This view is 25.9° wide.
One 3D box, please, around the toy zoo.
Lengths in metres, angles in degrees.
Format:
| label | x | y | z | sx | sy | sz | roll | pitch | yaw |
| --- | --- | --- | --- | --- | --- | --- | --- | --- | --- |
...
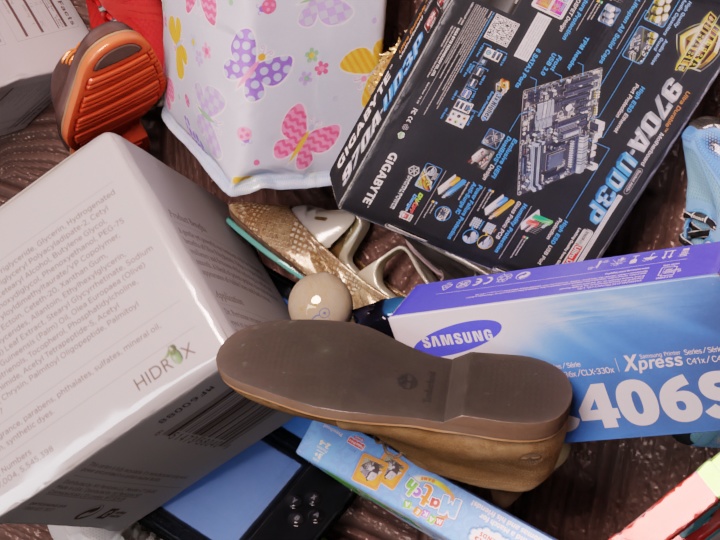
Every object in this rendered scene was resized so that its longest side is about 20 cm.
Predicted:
| label | x | y | z | sx | sy | sz | roll | pitch | yaw |
| --- | --- | --- | --- | --- | --- | --- | --- | --- | --- |
| toy zoo | 0.162 | 0.159 | 0.863 | 0.200 | 0.131 | 0.020 | -40 | 64 | 8 |

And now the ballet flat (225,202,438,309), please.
| label | x | y | z | sx | sy | sz | roll | pitch | yaw |
| --- | --- | --- | --- | --- | --- | --- | --- | --- | --- |
| ballet flat | 0.000 | 0.000 | 1.050 | 0.200 | 0.071 | 0.065 | 38 | 100 | 12 |

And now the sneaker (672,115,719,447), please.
| label | x | y | z | sx | sy | sz | roll | pitch | yaw |
| --- | --- | --- | --- | --- | --- | --- | --- | --- | --- |
| sneaker | 0.199 | 0.013 | 0.883 | 0.090 | 0.078 | 0.200 | -11 | 103 | -5 |

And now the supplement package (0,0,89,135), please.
| label | x | y | z | sx | sy | sz | roll | pitch | yaw |
| --- | --- | --- | --- | --- | --- | --- | --- | --- | --- |
| supplement package | -0.301 | -0.149 | 1.098 | 0.114 | 0.200 | 0.110 | -32 | 89 | 36 |

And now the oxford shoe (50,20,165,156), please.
| label | x | y | z | sx | sy | sz | roll | pitch | yaw |
| --- | --- | --- | --- | --- | --- | --- | --- | --- | --- |
| oxford shoe | -0.176 | -0.120 | 1.019 | 0.073 | 0.071 | 0.200 | 60 | 160 | 9 |

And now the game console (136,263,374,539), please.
| label | x | y | z | sx | sy | sz | roll | pitch | yaw |
| --- | --- | --- | --- | --- | --- | --- | --- | --- | --- |
| game console | -0.096 | 0.099 | 1.111 | 0.200 | 0.176 | 0.116 | 29 | 149 | 22 |

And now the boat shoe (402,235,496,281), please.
| label | x | y | z | sx | sy | sz | roll | pitch | yaw |
| --- | --- | --- | --- | --- | --- | --- | --- | --- | --- |
| boat shoe | 0.099 | 0.002 | 0.990 | 0.200 | 0.057 | 0.067 | 39 | 85 | 12 |

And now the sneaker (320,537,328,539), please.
| label | x | y | z | sx | sy | sz | roll | pitch | yaw |
| --- | --- | --- | --- | --- | --- | --- | --- | --- | --- |
| sneaker | -0.024 | 0.290 | 1.155 | 0.083 | 0.072 | 0.200 | 12 | 113 | 28 |

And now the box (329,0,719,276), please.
| label | x | y | z | sx | sy | sz | roll | pitch | yaw |
| --- | --- | --- | --- | --- | --- | --- | --- | --- | --- |
| box | 0.097 | -0.096 | 0.870 | 0.159 | 0.046 | 0.200 | 20 | 114 | -19 |

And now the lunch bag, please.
| label | x | y | z | sx | sy | sz | roll | pitch | yaw |
| --- | --- | --- | --- | --- | --- | --- | --- | --- | --- |
| lunch bag | -0.063 | -0.163 | 0.982 | 0.200 | 0.127 | 0.170 | -137 | 45 | -54 |

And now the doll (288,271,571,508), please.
| label | x | y | z | sx | sy | sz | roll | pitch | yaw |
| --- | --- | --- | --- | --- | --- | --- | --- | --- | --- |
| doll | 0.039 | 0.064 | 0.974 | 0.200 | 0.048 | 0.136 | 37 | 122 | -17 |

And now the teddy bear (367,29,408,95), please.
| label | x | y | z | sx | sy | sz | roll | pitch | yaw |
| --- | --- | --- | --- | --- | --- | --- | --- | --- | --- |
| teddy bear | 0.076 | -0.107 | 0.916 | 0.145 | 0.067 | 0.200 | 27 | 107 | -11 |

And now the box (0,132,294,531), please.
| label | x | y | z | sx | sy | sz | roll | pitch | yaw |
| --- | --- | --- | --- | --- | --- | --- | --- | --- | --- |
| box | -0.162 | 0.049 | 1.025 | 0.200 | 0.199 | 0.171 | -33 | 73 | 8 |

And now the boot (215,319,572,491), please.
| label | x | y | z | sx | sy | sz | roll | pitch | yaw |
| --- | --- | --- | --- | --- | --- | --- | --- | --- | --- |
| boot | 0.015 | 0.080 | 0.876 | 0.200 | 0.074 | 0.076 | 11 | 134 | 12 |

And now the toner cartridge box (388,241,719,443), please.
| label | x | y | z | sx | sy | sz | roll | pitch | yaw |
| --- | --- | --- | --- | --- | --- | --- | --- | --- | --- |
| toner cartridge box | 0.123 | 0.046 | 0.874 | 0.200 | 0.043 | 0.095 | -9 | 112 | 32 |

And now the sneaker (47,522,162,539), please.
| label | x | y | z | sx | sy | sz | roll | pitch | yaw |
| --- | --- | --- | --- | --- | --- | --- | --- | --- | --- |
| sneaker | -0.141 | 0.216 | 1.211 | 0.200 | 0.074 | 0.116 | 38 | 122 | 4 |

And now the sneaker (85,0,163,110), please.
| label | x | y | z | sx | sy | sz | roll | pitch | yaw |
| --- | --- | --- | --- | --- | --- | --- | --- | --- | --- |
| sneaker | -0.179 | -0.204 | 1.071 | 0.077 | 0.085 | 0.200 | -1 | 106 | 34 |

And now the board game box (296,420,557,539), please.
| label | x | y | z | sx | sy | sz | roll | pitch | yaw |
| --- | --- | --- | --- | --- | --- | --- | --- | --- | --- |
| board game box | 0.069 | 0.164 | 1.008 | 0.200 | 0.151 | 0.037 | 26 | 81 | 23 |
